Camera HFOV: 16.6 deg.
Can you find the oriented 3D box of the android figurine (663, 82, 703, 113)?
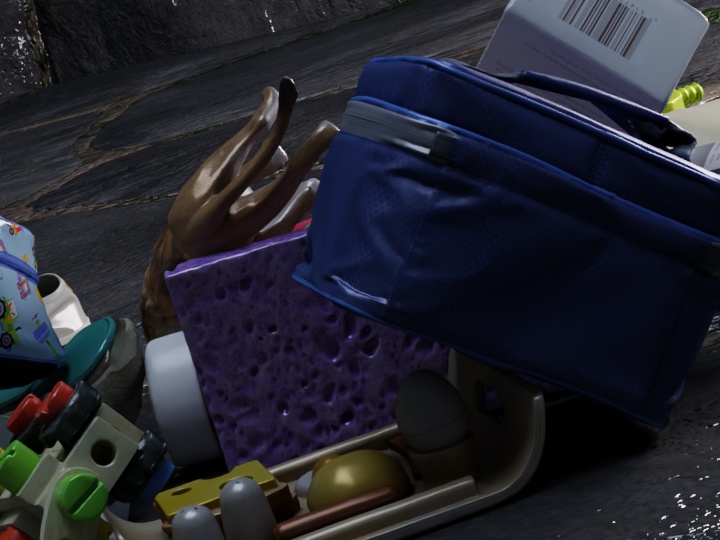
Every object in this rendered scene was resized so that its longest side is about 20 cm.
[{"bbox_3d":[0.158,-0.097,1.809,0.199,0.041,0.182,-22,12,-20],"label":"android figurine"}]

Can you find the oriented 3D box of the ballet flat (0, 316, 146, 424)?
[{"bbox_3d":[-0.148,0.067,1.323,0.068,0.062,0.200,-55,17,-20],"label":"ballet flat"}]

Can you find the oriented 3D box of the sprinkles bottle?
[{"bbox_3d":[-0.008,0.044,1.272,0.199,0.069,0.068,-15,11,5],"label":"sprinkles bottle"}]

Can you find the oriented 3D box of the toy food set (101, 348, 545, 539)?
[{"bbox_3d":[-0.026,0.084,1.114,0.199,0.061,0.143,-18,11,-11],"label":"toy food set"}]

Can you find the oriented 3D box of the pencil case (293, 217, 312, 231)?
[{"bbox_3d":[0.000,0.000,1.363,0.199,0.089,0.088,-22,7,30],"label":"pencil case"}]

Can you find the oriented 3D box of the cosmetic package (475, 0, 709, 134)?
[{"bbox_3d":[0.105,-0.082,1.363,0.074,0.101,0.200,-57,-2,-34],"label":"cosmetic package"}]

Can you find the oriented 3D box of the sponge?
[{"bbox_3d":[0.014,0.025,1.213,0.199,0.112,0.030,-17,9,0],"label":"sponge"}]

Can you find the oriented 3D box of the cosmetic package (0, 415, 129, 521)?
[{"bbox_3d":[-0.229,0.094,1.242,0.150,0.052,0.199,8,-6,-37],"label":"cosmetic package"}]

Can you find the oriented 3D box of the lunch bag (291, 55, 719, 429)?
[{"bbox_3d":[0.082,-0.021,1.121,0.199,0.133,0.136,20,2,-16],"label":"lunch bag"}]

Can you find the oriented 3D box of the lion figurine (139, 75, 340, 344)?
[{"bbox_3d":[-0.071,-0.024,1.272,0.122,0.072,0.200,-44,-16,-13],"label":"lion figurine"}]

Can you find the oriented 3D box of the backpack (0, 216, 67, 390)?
[{"bbox_3d":[-0.244,-0.002,1.229,0.182,0.136,0.199,-1,-7,38],"label":"backpack"}]

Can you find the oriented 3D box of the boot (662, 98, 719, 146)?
[{"bbox_3d":[0.178,-0.066,1.538,0.155,0.073,0.200,-18,7,-21],"label":"boot"}]

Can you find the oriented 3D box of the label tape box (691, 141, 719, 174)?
[{"bbox_3d":[0.238,-0.039,1.330,0.199,0.067,0.143,-15,11,16],"label":"label tape box"}]

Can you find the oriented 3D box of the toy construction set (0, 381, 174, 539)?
[{"bbox_3d":[-0.132,0.116,0.977,0.132,0.092,0.200,-56,26,-16],"label":"toy construction set"}]

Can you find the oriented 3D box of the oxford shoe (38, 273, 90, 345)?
[{"bbox_3d":[-0.261,0.054,1.631,0.075,0.058,0.200,-2,19,44],"label":"oxford shoe"}]
